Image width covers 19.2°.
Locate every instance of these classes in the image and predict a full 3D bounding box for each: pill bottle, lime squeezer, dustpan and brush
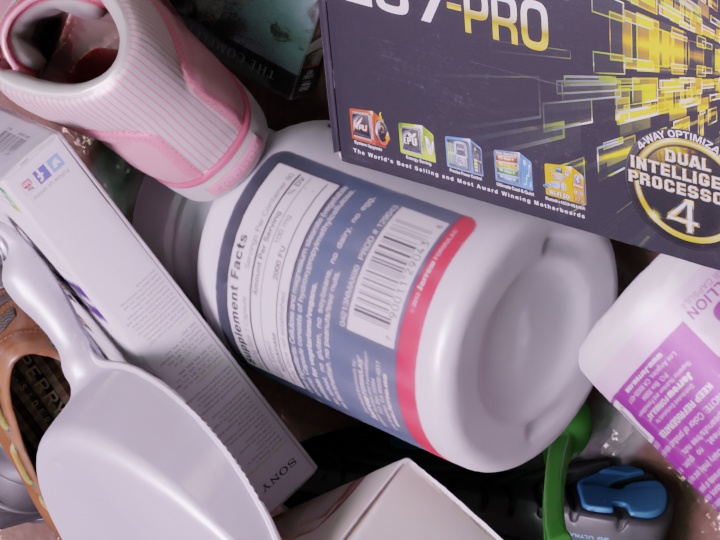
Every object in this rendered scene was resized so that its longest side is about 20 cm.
[{"bbox_3d":[0.000,0.000,0.925,0.200,0.119,0.120,22,114,39],"label":"pill bottle"},{"bbox_3d":[0.192,0.068,0.844,0.200,0.112,0.112,45,121,11],"label":"pill bottle"},{"bbox_3d":[0.058,0.064,0.953,0.200,0.071,0.038,42,154,48],"label":"lime squeezer"},{"bbox_3d":[-0.105,0.068,0.895,0.200,0.057,0.140,49,145,-2],"label":"dustpan and brush"}]

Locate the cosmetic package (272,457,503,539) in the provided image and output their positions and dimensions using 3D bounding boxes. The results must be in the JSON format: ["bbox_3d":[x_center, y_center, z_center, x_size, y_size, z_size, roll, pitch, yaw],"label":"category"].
[{"bbox_3d":[-0.013,0.164,0.948,0.103,0.087,0.200,44,149,-10],"label":"cosmetic package"}]

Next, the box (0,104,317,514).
[{"bbox_3d":[-0.111,0.012,0.959,0.200,0.036,0.144,56,166,-25],"label":"box"}]

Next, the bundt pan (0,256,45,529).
[{"bbox_3d":[-0.212,0.046,1.095,0.202,0.076,0.202,8,107,28],"label":"bundt pan"}]

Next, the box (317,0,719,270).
[{"bbox_3d":[0.075,-0.095,0.787,0.200,0.049,0.161,19,130,30],"label":"box"}]

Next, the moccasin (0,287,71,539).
[{"bbox_3d":[-0.122,0.094,1.016,0.078,0.074,0.202,42,160,51],"label":"moccasin"}]

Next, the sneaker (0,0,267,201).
[{"bbox_3d":[-0.128,-0.107,0.929,0.075,0.105,0.200,-53,46,2],"label":"sneaker"}]

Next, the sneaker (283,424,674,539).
[{"bbox_3d":[0.044,0.123,0.969,0.200,0.073,0.082,10,112,29],"label":"sneaker"}]

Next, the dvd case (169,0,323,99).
[{"bbox_3d":[-0.054,-0.198,0.966,0.146,0.022,0.200,31,117,19],"label":"dvd case"}]
